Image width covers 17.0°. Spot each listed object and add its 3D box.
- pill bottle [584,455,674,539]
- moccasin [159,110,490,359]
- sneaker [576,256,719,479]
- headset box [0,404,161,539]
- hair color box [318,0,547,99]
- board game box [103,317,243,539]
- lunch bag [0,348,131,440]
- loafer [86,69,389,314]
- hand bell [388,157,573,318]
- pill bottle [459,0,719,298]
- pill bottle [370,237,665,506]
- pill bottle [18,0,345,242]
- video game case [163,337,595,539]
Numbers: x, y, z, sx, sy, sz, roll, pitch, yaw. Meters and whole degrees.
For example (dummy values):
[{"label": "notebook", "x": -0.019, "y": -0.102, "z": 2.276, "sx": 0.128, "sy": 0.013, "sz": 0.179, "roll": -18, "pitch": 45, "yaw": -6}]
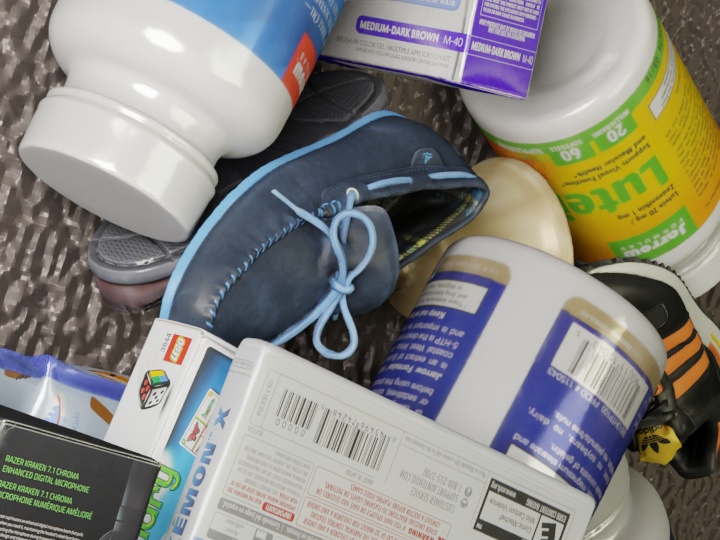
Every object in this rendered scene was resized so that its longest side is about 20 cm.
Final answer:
[{"label": "pill bottle", "x": 0.124, "y": 0.176, "z": 1.377, "sx": 0.120, "sy": 0.119, "sz": 0.201, "roll": -48, "pitch": 135, "yaw": -31}, {"label": "moccasin", "x": -0.009, "y": -0.016, "z": 1.054, "sx": 0.200, "sy": 0.068, "sz": 0.081, "roll": -41, "pitch": 151, "yaw": -43}, {"label": "sneaker", "x": 0.159, "y": 0.058, "z": 1.338, "sx": 0.200, "sy": 0.069, "sz": 0.091, "roll": 33, "pitch": 47, "yaw": -57}, {"label": "headset box", "x": -0.187, "y": 0.125, "z": 0.908, "sx": 0.093, "sy": 0.173, "sz": 0.202, "roll": 22, "pitch": 83, "yaw": -52}, {"label": "hair color box", "x": 0.042, "y": -0.191, "z": 1.155, "sx": 0.065, "sy": 0.109, "sz": 0.202, "roll": 9, "pitch": 94, "yaw": -52}, {"label": "board game box", "x": -0.072, "y": 0.136, "z": 0.978, "sx": 0.126, "sy": 0.034, "sz": 0.201, "roll": 33, "pitch": 76, "yaw": -44}, {"label": "lunch bag", "x": -0.117, "y": 0.130, "z": 1.046, "sx": 0.199, "sy": 0.123, "sz": 0.172, "roll": 19, "pitch": 85, "yaw": -46}, {"label": "loafer", "x": -0.048, "y": -0.025, "z": 1.128, "sx": 0.200, "sy": 0.071, "sz": 0.063, "roll": -40, "pitch": 135, "yaw": -42}, {"label": "hand bell", "x": 0.000, "y": 0.000, "z": 1.204, "sx": 0.199, "sy": 0.104, "sz": 0.105, "roll": -5, "pitch": 106, "yaw": -39}, {"label": "pill bottle", "x": 0.139, "y": -0.066, "z": 1.321, "sx": 0.112, "sy": 0.110, "sz": 0.200, "roll": -60, "pitch": 141, "yaw": -19}, {"label": "pill bottle", "x": 0.049, "y": 0.098, "z": 1.121, "sx": 0.201, "sy": 0.119, "sz": 0.120, "roll": -60, "pitch": 141, "yaw": -16}, {"label": "pill bottle", "x": -0.066, "y": -0.118, "z": 1.037, "sx": 0.112, "sy": 0.112, "sz": 0.201, "roll": 42, "pitch": 68, "yaw": -50}, {"label": "video game case", "x": -0.004, "y": 0.147, "z": 0.990, "sx": 0.199, "sy": 0.022, "sz": 0.184, "roll": 27, "pitch": 80, "yaw": -37}]
